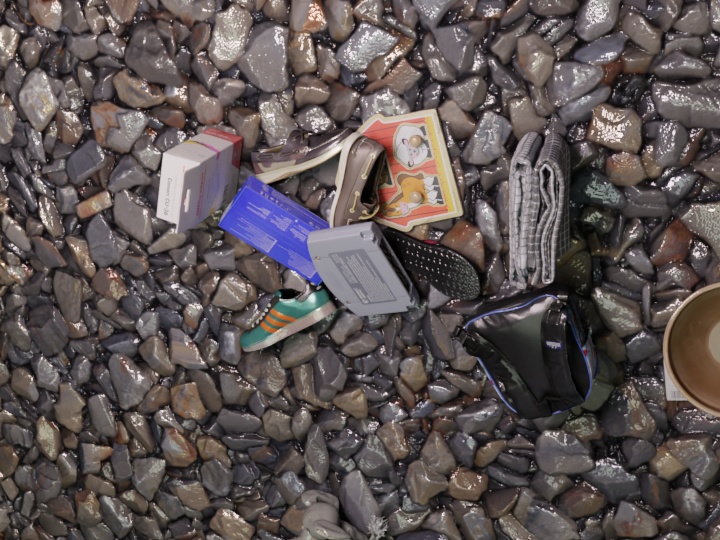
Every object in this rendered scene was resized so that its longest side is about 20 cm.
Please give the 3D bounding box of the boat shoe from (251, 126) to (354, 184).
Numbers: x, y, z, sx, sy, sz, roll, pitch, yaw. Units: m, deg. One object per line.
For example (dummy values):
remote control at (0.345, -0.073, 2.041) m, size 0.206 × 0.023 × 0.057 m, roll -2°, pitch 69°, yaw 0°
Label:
boat shoe at (-0.098, -0.195, 1.515) m, size 0.200 × 0.072 × 0.065 m, roll -18°, pitch 107°, yaw 35°

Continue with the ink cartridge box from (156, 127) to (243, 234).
ink cartridge box at (-0.269, -0.147, 1.527) m, size 0.067 × 0.200 × 0.117 m, roll 18°, pitch 117°, yaw 13°

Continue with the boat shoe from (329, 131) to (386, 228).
boat shoe at (-0.001, -0.117, 1.484) m, size 0.059 × 0.072 × 0.200 m, roll 25°, pitch 124°, yaw 25°

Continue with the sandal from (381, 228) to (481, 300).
sandal at (0.116, -0.017, 1.533) m, size 0.200 × 0.045 × 0.075 m, roll 28°, pitch 114°, yaw 24°

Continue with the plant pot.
plant pot at (0.550, 0.111, 1.374) m, size 0.200 × 0.093 × 0.201 m, roll 2°, pitch 94°, yaw 21°

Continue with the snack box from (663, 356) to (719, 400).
snack box at (0.572, 0.163, 1.440) m, size 0.199 × 0.024 × 0.072 m, roll -3°, pitch 109°, yaw 22°

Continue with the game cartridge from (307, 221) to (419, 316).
game cartridge at (0.000, 0.000, 1.532) m, size 0.133 × 0.041 × 0.200 m, roll -10°, pitch 136°, yaw 24°

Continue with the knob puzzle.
knob puzzle at (0.048, -0.153, 1.502) m, size 0.219 × 0.030 × 0.220 m, roll 8°, pitch 115°, yaw 18°

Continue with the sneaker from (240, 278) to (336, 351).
sneaker at (-0.139, 0.075, 1.652) m, size 0.200 × 0.071 × 0.080 m, roll -27°, pitch 96°, yaw 23°

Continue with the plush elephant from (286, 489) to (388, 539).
plush elephant at (-0.064, 0.504, 1.755) m, size 0.155 × 0.165 × 0.200 m, roll 39°, pitch 92°, yaw -14°

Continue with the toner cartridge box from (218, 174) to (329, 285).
toner cartridge box at (-0.126, -0.065, 1.563) m, size 0.200 × 0.043 × 0.095 m, roll 32°, pitch 122°, yaw -16°

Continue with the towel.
towel at (0.264, -0.089, 1.371) m, size 0.085 × 0.166 × 0.201 m, roll 2°, pitch 113°, yaw 14°

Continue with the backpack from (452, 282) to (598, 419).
backpack at (0.277, 0.127, 1.466) m, size 0.200 × 0.154 × 0.191 m, roll -18°, pitch 96°, yaw 33°
